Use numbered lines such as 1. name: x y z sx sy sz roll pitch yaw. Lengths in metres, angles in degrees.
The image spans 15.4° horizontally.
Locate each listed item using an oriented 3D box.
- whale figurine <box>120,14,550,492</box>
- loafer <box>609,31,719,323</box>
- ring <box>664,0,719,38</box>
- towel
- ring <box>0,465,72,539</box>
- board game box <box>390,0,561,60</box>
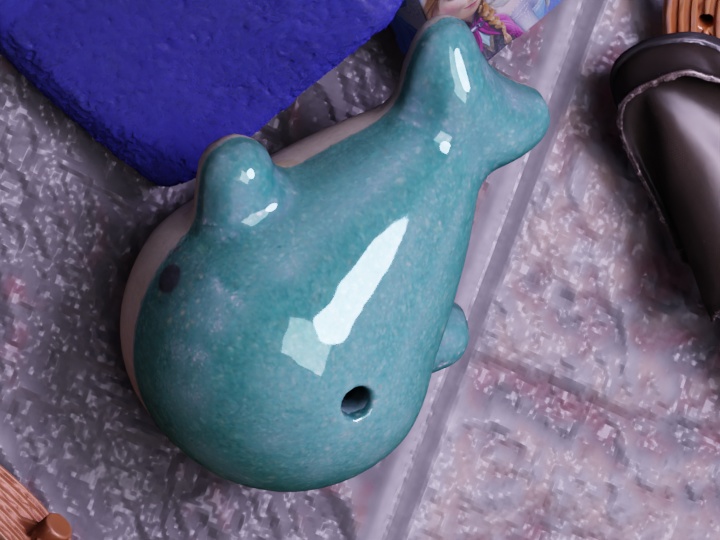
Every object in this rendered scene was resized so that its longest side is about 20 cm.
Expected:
1. whale figurine: 0.000 0.000 1.044 0.200 0.104 0.159 -48 129 2
2. loafer: 0.174 -0.015 1.163 0.200 0.073 0.071 54 29 -20
3. ring: 0.232 -0.109 1.157 0.201 0.200 0.019 49 28 -21
4. towel: -0.093 -0.137 1.018 0.148 0.050 0.200 -37 114 24
5. ring: -0.151 0.122 0.965 0.200 0.201 0.019 36 118 -24
6. board game box: 0.074 -0.203 1.065 0.200 0.043 0.199 -41 140 -12
